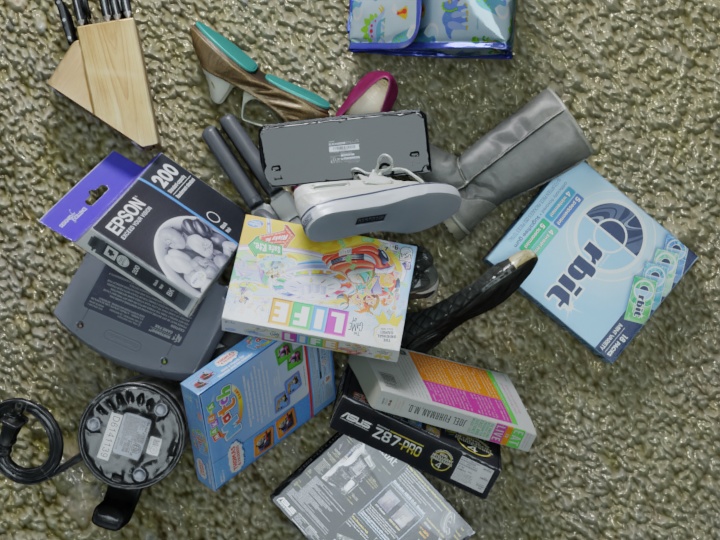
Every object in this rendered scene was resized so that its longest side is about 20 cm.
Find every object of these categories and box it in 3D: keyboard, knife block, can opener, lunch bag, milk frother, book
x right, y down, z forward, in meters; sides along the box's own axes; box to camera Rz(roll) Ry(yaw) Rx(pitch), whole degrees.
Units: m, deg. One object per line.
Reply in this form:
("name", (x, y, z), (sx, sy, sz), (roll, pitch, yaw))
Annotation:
("keyboard", (-0.017, -0.129, 1.715), (0.200, 0.040, 0.104), (-5, 88, 3))
("knife block", (-0.283, -0.263, 1.736), (0.200, 0.064, 0.176), (34, 88, -2))
("can opener", (-0.121, -0.099, 1.724), (0.053, 0.067, 0.200), (-34, 81, 2))
("lunch bag", (0.085, -0.342, 1.735), (0.200, 0.127, 0.170), (3, 91, 10))
("milk frother", (-0.304, 0.182, 1.666), (0.200, 0.188, 0.181), (35, 87, -1))
("book", (0.095, 0.144, 1.688), (0.200, 0.134, 0.048), (18, 107, -19))

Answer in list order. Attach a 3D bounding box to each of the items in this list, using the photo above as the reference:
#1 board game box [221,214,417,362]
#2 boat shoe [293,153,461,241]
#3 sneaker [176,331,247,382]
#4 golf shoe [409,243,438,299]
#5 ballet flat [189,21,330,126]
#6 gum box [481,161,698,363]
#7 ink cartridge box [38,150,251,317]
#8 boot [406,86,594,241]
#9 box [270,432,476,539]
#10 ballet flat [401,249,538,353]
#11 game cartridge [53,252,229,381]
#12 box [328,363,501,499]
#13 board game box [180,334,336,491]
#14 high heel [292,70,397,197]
("board game box", (-0.045, 0.020, 1.635), (0.200, 0.034, 0.135), (10, 63, 0))
("boat shoe", (0.015, -0.088, 1.655), (0.202, 0.075, 0.086), (-10, 57, -24))
("sneaker", (-0.127, 0.095, 1.741), (0.200, 0.073, 0.112), (-11, 93, 5))
("golf shoe", (0.000, 0.000, 1.745), (0.200, 0.094, 0.078), (16, 75, 23))
("ballet flat", (-0.133, -0.218, 1.752), (0.200, 0.068, 0.072), (31, 107, -6))
("gum box", (0.279, -0.015, 1.773), (0.200, 0.045, 0.170), (40, 87, -2))
("ink cartridge box", (-0.238, -0.058, 1.678), (0.200, 0.198, 0.043), (32, 124, -2))
("boot", (0.151, -0.154, 1.741), (0.200, 0.073, 0.182), (-38, 92, 9))
("box", (0.014, 0.292, 1.750), (0.158, 0.050, 0.200), (-43, 92, -3))
("ballet flat", (0.122, 0.030, 1.733), (0.200, 0.066, 0.057), (-34, 64, 13))
("game cartridge", (-0.252, 0.050, 1.704), (0.200, 0.041, 0.133), (21, 69, 19))
("box", (0.066, 0.179, 1.699), (0.200, 0.161, 0.049), (25, 104, -2))
("board game box", (-0.112, 0.139, 1.666), (0.037, 0.151, 0.200), (27, 48, 34))
("high heel", (-0.019, -0.148, 1.733), (0.067, 0.096, 0.200), (37, 87, -2))
